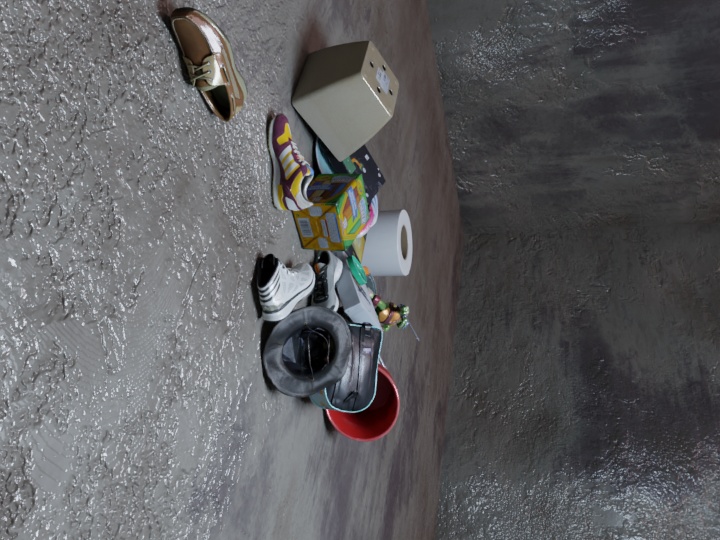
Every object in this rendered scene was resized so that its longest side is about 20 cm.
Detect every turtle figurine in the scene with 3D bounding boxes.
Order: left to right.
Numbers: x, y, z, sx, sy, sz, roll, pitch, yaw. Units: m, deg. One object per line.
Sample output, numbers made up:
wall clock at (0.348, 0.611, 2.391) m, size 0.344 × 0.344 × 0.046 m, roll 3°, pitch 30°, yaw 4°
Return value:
turtle figurine at (0.064, 0.142, 1.689) m, size 0.192 × 0.143 × 0.203 m, roll 31°, pitch 54°, yaw -20°

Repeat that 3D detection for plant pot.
plant pot at (-0.020, -0.425, 1.433) m, size 0.200 × 0.175 × 0.203 m, roll 45°, pitch 43°, yaw -36°
plant pot at (0.012, 0.327, 1.582) m, size 0.177 × 0.196 × 0.205 m, roll -13°, pitch 102°, yaw -83°

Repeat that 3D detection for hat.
hat at (-0.120, 0.163, 1.265) m, size 0.081 × 0.197 × 0.205 m, roll 13°, pitch -72°, yaw 63°

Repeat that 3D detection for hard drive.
hard drive at (-0.018, -0.281, 1.561) m, size 0.202 × 0.037 × 0.140 m, roll 57°, pitch 37°, yaw -20°

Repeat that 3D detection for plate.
plate at (-0.058, -0.275, 1.562) m, size 0.199 × 0.025 × 0.204 m, roll 27°, pitch 55°, yaw -48°

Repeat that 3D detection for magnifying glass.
magnifying glass at (0.000, 0.000, 1.588) m, size 0.081 × 0.022 × 0.200 m, roll 63°, pitch 6°, yaw 5°

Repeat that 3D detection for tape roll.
tape roll at (0.074, -0.084, 1.862) m, size 0.202 × 0.136 × 0.208 m, roll -1°, pitch 90°, yaw -73°

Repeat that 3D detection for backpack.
backpack at (-0.047, 0.226, 1.390) m, size 0.174 × 0.152 × 0.205 m, roll 12°, pitch 71°, yaw -41°

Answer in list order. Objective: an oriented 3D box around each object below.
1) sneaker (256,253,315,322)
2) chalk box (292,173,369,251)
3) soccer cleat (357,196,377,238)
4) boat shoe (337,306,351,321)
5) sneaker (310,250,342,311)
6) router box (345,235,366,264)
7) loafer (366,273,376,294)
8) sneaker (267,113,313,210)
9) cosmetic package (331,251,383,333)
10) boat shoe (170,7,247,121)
sneaker at (-0.152, 0.007, 1.236) m, size 0.201 × 0.074 × 0.118 m, roll -58°, pitch 144°, yaw -56°
chalk box at (-0.058, -0.152, 1.425) m, size 0.201 × 0.122 × 0.127 m, roll -56°, pitch 141°, yaw -47°
soccer cleat at (0.016, -0.140, 1.613) m, size 0.202 × 0.068 × 0.087 m, roll -75°, pitch 150°, yaw -45°
boat shoe at (-0.063, 0.170, 1.530) m, size 0.202 × 0.061 × 0.072 m, roll -71°, pitch 155°, yaw -46°
sneaker at (-0.094, 0.036, 1.448) m, size 0.080 × 0.073 × 0.203 m, roll 54°, pitch 32°, yaw -46°
router box at (-0.040, -0.105, 1.638) m, size 0.202 × 0.051 × 0.160 m, roll 68°, pitch 27°, yaw -48°
loafer at (0.011, 0.095, 1.792) m, size 0.063 × 0.070 × 0.204 m, roll -100°, pitch -171°, yaw -69°
sneaker at (-0.140, -0.230, 1.267) m, size 0.075 × 0.088 × 0.205 m, roll -28°, pitch 116°, yaw -70°
cosmetic package at (-0.016, 0.060, 1.546) m, size 0.151 × 0.051 × 0.202 m, roll 58°, pitch 9°, yaw -48°
boat shoe at (-0.244, -0.327, 0.976) m, size 0.201 × 0.074 × 0.075 m, roll 60°, pitch 36°, yaw -55°
